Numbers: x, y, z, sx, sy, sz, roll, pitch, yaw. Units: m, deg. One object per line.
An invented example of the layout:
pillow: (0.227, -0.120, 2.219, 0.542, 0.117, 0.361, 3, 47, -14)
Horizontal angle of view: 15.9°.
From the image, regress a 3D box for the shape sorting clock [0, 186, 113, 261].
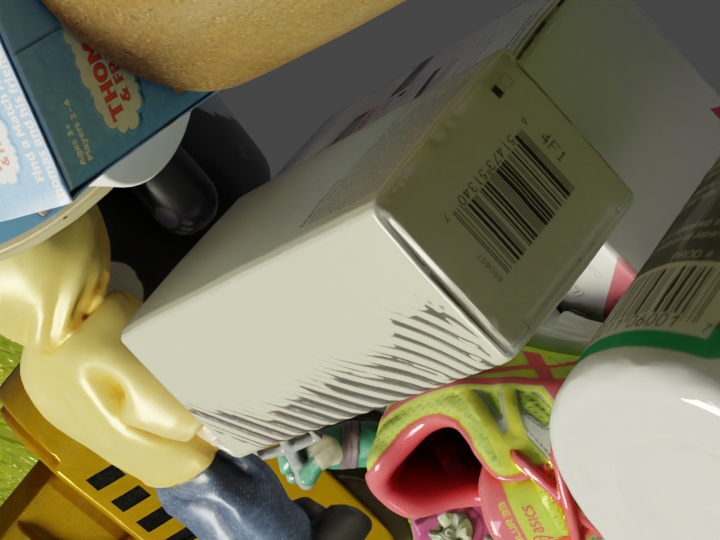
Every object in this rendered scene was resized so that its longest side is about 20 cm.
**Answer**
shape sorting clock: (-0.143, -0.091, 0.959, 0.199, 0.201, 0.039, 20, 166, 30)

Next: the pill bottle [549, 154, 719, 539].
pill bottle: (0.149, -0.001, 0.744, 0.113, 0.200, 0.113, 28, 150, 18)

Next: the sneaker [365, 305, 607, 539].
sneaker: (0.083, 0.062, 0.855, 0.199, 0.090, 0.078, 0, 132, 45)

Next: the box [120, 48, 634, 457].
box: (0.000, 0.000, 0.873, 0.068, 0.082, 0.200, 46, 152, -11)

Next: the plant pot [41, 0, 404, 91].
plant pot: (0.011, -0.164, 0.718, 0.199, 0.187, 0.187, -13, 125, 37)

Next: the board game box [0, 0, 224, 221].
board game box: (-0.075, -0.125, 0.789, 0.036, 0.200, 0.152, -13, 107, 34)

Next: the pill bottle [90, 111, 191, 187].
pill bottle: (-0.157, -0.072, 0.874, 0.199, 0.105, 0.105, 6, 139, 30)

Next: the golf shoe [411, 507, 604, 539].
golf shoe: (0.117, 0.111, 0.941, 0.199, 0.076, 0.092, 19, 164, 35)

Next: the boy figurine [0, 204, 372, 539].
boy figurine: (-0.086, 0.045, 1.001, 0.200, 0.064, 0.124, 52, 158, -15)

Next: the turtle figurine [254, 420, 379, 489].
turtle figurine: (0.049, 0.090, 1.100, 0.149, 0.101, 0.200, 28, 169, 48)

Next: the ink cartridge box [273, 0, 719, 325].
ink cartridge box: (0.061, -0.009, 0.958, 0.146, 0.085, 0.200, 45, 153, -11)

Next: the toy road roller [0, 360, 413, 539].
toy road roller: (-0.087, 0.112, 1.209, 0.200, 0.146, 0.123, 41, 180, -11)

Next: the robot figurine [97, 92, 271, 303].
robot figurine: (-0.115, -0.050, 1.066, 0.150, 0.125, 0.200, -24, 116, 33)
